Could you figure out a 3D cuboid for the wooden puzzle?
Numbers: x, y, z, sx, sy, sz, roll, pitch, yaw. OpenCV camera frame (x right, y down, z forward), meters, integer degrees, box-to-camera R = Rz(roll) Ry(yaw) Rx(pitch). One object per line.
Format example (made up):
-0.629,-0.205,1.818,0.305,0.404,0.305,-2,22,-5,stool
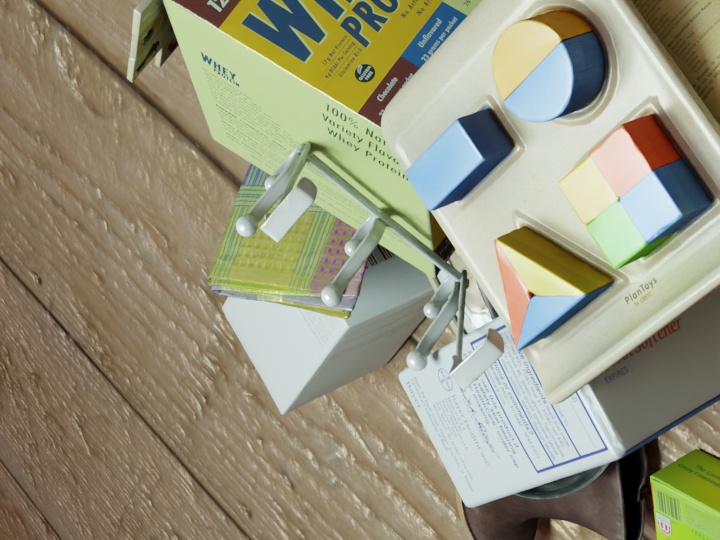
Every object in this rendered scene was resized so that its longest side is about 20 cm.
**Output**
0.095,-0.051,0.840,0.185,0.046,0.200,-45,69,46,wooden puzzle

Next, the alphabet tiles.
-0.087,-0.214,1.058,0.006,0.200,0.166,36,160,2,alphabet tiles

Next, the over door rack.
0.000,0.000,0.967,0.148,0.067,0.200,38,-172,-9,over door rack

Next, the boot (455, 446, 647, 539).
0.147,0.175,1.249,0.166,0.072,0.201,35,137,48,boot

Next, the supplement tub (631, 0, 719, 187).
0.185,-0.121,0.866,0.200,0.144,0.145,51,149,26,supplement tub

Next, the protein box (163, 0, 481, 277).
0.003,-0.131,1.066,0.198,0.135,0.200,32,165,16,protein box

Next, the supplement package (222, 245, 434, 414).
-0.022,0.018,1.375,0.117,0.117,0.200,58,151,13,supplement package

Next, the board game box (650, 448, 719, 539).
0.279,0.203,1.066,0.200,0.048,0.102,26,134,52,board game box

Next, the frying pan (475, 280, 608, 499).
0.102,0.075,1.157,0.190,0.115,0.031,48,-173,9,frying pan

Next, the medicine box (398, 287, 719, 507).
0.153,0.052,1.020,0.103,0.182,0.200,63,153,3,medicine box

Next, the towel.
-0.032,-0.062,1.250,0.143,0.200,0.023,5,158,36,towel

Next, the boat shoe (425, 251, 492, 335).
0.096,0.002,1.199,0.200,0.075,0.068,50,144,14,boat shoe
